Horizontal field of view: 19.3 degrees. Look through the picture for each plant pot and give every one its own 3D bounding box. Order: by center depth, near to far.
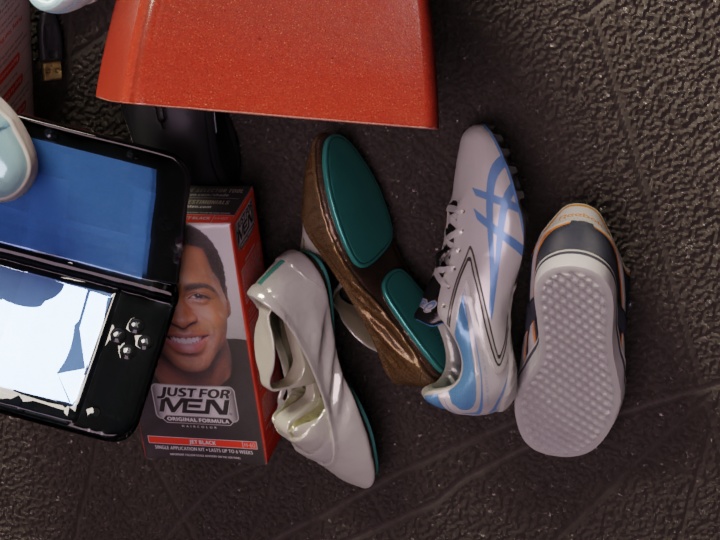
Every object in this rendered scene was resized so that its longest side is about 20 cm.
[{"bbox_3d":[-0.059,-0.189,1.369,0.198,0.200,0.178,3,95,-13],"label":"plant pot"}]

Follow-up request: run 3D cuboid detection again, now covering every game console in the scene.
[{"bbox_3d":[-0.228,0.000,1.431,0.198,0.119,0.174,14,67,6],"label":"game console"}]

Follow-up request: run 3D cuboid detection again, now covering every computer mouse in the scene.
[{"bbox_3d":[-0.166,-0.130,1.516,0.139,0.046,0.202,-4,107,16],"label":"computer mouse"}]

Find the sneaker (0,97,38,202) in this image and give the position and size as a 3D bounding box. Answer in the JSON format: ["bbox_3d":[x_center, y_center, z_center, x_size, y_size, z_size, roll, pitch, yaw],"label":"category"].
[{"bbox_3d":[-0.298,-0.110,1.371,0.200,0.082,0.074,39,103,-7],"label":"sneaker"}]

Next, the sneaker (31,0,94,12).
[{"bbox_3d":[-0.183,-0.262,1.389,0.073,0.082,0.202,11,115,10],"label":"sneaker"}]

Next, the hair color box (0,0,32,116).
[{"bbox_3d":[-0.275,-0.155,1.473,0.061,0.102,0.201,13,128,11],"label":"hair color box"}]

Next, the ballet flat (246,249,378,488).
[{"bbox_3d":[-0.041,0.081,1.522,0.069,0.070,0.202,-4,119,18],"label":"ballet flat"}]

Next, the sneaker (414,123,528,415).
[{"bbox_3d":[0.074,0.000,1.456,0.072,0.072,0.202,0,95,-13],"label":"sneaker"}]

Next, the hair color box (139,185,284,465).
[{"bbox_3d":[-0.118,0.040,1.533,0.100,0.061,0.202,1,119,16],"label":"hair color box"}]

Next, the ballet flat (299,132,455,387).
[{"bbox_3d":[0.000,0.000,1.510,0.072,0.068,0.201,-21,106,41],"label":"ballet flat"}]

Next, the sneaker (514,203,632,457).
[{"bbox_3d":[0.150,0.042,1.471,0.078,0.080,0.201,8,135,5],"label":"sneaker"}]
